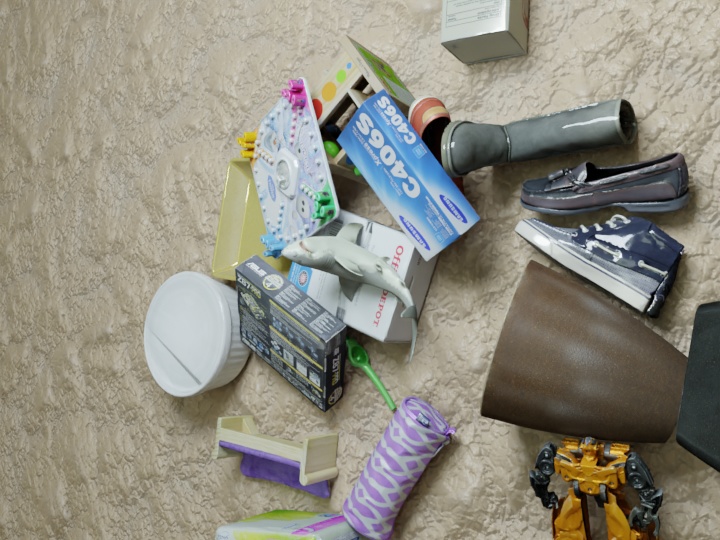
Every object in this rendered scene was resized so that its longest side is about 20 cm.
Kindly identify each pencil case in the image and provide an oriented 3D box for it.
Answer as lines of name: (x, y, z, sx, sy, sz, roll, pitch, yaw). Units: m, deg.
pencil case: (0.052, 0.272, 0.956, 0.084, 0.084, 0.203, 31, 105, 8)

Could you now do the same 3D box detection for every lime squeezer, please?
lime squeezer: (-0.022, 0.134, 1.044, 0.197, 0.037, 0.073, 24, 98, 33)

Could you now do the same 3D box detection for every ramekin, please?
ramekin: (-0.269, 0.108, 1.182, 0.197, 0.093, 0.209, -4, 82, 33)

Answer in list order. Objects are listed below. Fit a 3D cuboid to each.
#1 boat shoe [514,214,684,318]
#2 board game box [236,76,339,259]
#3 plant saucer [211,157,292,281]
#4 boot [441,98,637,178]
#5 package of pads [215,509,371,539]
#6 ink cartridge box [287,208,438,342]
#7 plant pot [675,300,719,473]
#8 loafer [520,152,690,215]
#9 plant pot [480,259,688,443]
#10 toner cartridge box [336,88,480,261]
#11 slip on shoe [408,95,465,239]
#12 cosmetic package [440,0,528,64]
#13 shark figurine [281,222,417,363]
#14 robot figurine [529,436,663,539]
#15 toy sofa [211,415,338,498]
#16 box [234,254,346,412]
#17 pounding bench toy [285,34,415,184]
boat shoe: (0.288, -0.033, 0.837, 0.198, 0.074, 0.094, 35, 96, 25)
board game box: (-0.113, -0.141, 1.018, 0.199, 0.025, 0.206, -28, 74, 53)
plant saucer: (-0.151, -0.078, 1.142, 0.196, 0.048, 0.207, 7, 86, 38)
boot: (0.215, -0.158, 0.839, 0.196, 0.180, 0.075, 6, 112, 37)
package of pads: (-0.093, 0.391, 0.994, 0.195, 0.153, 0.071, -10, 79, 33)
ink cartridge box: (0.000, 0.000, 1.015, 0.197, 0.083, 0.149, 22, 97, 34)
plant pot: (0.417, 0.121, 0.663, 0.175, 0.196, 0.207, 9, 89, 45)
loafer: (0.286, -0.109, 0.831, 0.195, 0.072, 0.064, 3, 125, 28)
plant pot: (0.258, 0.109, 0.787, 0.195, 0.186, 0.192, 18, 95, 19)
toner cartridge box: (0.058, -0.118, 0.888, 0.202, 0.043, 0.095, 53, 151, 2)
slip on shoe: (0.104, -0.124, 0.916, 0.062, 0.072, 0.205, -118, 13, -60)
cosmetic package: (0.171, -0.397, 0.939, 0.101, 0.086, 0.207, 2, 85, 33)
shark figurine: (0.007, 0.021, 0.928, 0.211, 0.128, 0.091, 32, 128, 14)
robot figurine: (0.265, 0.272, 0.775, 0.141, 0.058, 0.206, 0, 109, 33)
toy sofa: (-0.134, 0.289, 1.076, 0.195, 0.082, 0.101, 4, 86, 34)
box: (-0.107, 0.095, 1.042, 0.198, 0.049, 0.164, 34, 142, 29)
pounding bench toy: (0.008, -0.194, 1.006, 0.156, 0.123, 0.202, -44, 63, 22)
